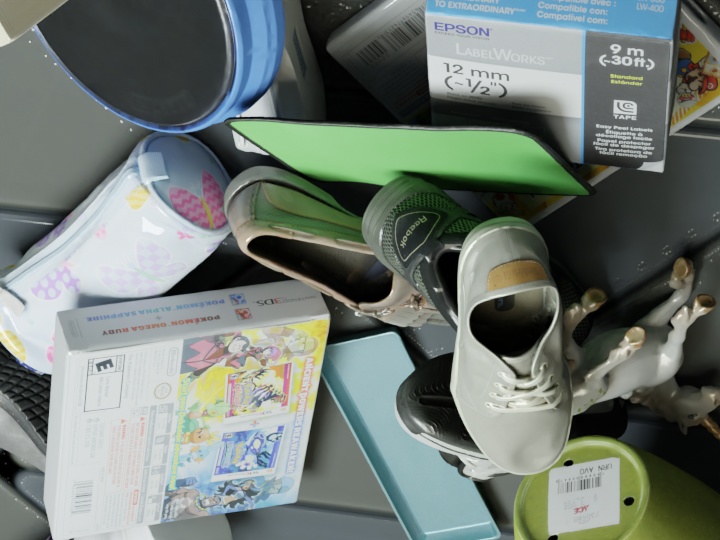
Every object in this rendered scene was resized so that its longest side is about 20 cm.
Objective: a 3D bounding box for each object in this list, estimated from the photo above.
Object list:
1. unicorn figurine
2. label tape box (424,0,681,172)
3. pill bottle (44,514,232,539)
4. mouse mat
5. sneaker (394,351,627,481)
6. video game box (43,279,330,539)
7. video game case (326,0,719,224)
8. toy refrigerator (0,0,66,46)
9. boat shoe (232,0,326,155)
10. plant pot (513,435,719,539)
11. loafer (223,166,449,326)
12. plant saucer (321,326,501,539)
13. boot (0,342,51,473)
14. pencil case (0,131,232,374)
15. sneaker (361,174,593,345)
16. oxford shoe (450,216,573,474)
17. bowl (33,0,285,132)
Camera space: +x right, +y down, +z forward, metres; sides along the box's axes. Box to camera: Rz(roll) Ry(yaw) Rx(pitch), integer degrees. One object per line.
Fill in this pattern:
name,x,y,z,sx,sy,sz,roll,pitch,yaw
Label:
unicorn figurine,0.180,0.060,1.625,0.199,0.074,0.138,-1,140,-22
label tape box,0.111,-0.142,1.432,0.143,0.066,0.200,7,151,9
pill bottle,-0.188,0.233,1.857,0.111,0.112,0.200,40,127,-18
mouse mat,0.033,-0.069,1.525,0.199,0.008,0.161,5,170,21
sneaker,0.076,0.111,1.661,0.200,0.076,0.115,5,151,-44
video game box,-0.122,0.096,1.709,0.181,0.047,0.201,-6,137,-16
video game case,0.109,-0.132,1.536,0.200,0.023,0.182,-34,114,33
toy refrigerator,-0.270,-0.166,1.535,0.199,0.076,0.070,-12,114,44
boat shoe,-0.072,-0.153,1.543,0.068,0.072,0.200,-3,137,14
plant pot,0.178,0.198,1.647,0.186,0.188,0.200,-11,141,23
loafer,0.000,0.000,1.622,0.199,0.063,0.072,24,123,-21
plant saucer,0.034,0.119,1.765,0.070,0.019,0.200,-12,124,24
boot,-0.274,0.111,1.818,0.200,0.070,0.132,45,129,-8
pencil case,-0.169,-0.012,1.668,0.091,0.083,0.200,29,131,-30
sneaker,0.094,0.020,1.578,0.076,0.114,0.199,-49,133,5
oxford shoe,0.093,0.058,1.496,0.075,0.058,0.201,-12,133,-5
bowl,-0.135,-0.172,1.505,0.200,0.039,0.201,26,138,26
